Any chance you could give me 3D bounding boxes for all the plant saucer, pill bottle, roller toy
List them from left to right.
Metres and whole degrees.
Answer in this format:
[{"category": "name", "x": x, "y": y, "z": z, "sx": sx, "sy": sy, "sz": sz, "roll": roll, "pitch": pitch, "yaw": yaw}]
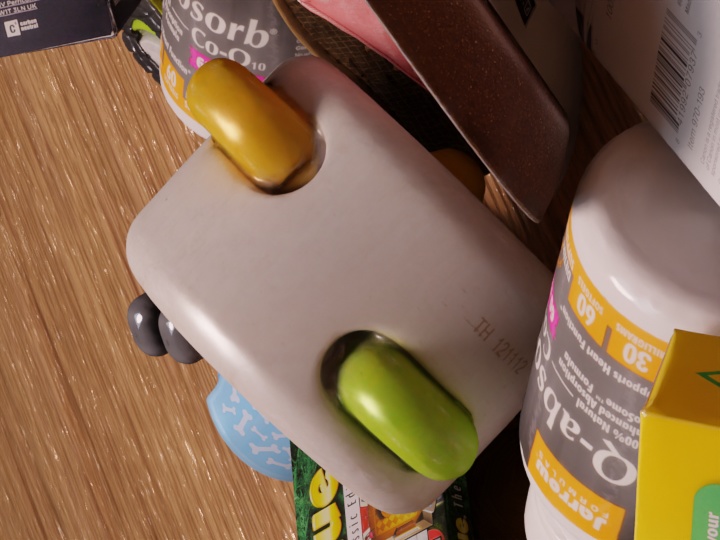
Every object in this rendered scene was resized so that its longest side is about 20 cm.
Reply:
[{"category": "pill bottle", "x": -0.042, "y": -0.164, "z": 1.188, "sx": 0.117, "sy": 0.116, "sz": 0.201, "roll": 57, "pitch": 154, "yaw": 33}, {"category": "roller toy", "x": 0.000, "y": 0.000, "z": 1.036, "sx": 0.200, "sy": 0.140, "sz": 0.182, "roll": 44, "pitch": -179, "yaw": 10}, {"category": "plant saucer", "x": 0.019, "y": -0.108, "z": 0.845, "sx": 0.201, "sy": 0.034, "sz": 0.200, "roll": 54, "pitch": -174, "yaw": -8}, {"category": "pill bottle", "x": 0.126, "y": 0.045, "z": 0.919, "sx": 0.117, "sy": 0.116, "sz": 0.201, "roll": 57, "pitch": 153, "yaw": 35}]

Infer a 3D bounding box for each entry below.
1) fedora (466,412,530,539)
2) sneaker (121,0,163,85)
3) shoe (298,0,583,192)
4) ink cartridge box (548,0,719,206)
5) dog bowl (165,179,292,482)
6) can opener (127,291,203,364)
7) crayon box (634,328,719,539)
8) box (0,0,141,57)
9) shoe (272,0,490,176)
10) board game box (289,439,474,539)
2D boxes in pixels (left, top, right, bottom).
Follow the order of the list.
[{"category": "fedora", "x": 0.079, "y": 0.135, "z": 1.116, "sx": 0.200, "sy": 0.082, "sz": 0.202, "roll": -26, "pitch": 55, "yaw": 43}, {"category": "sneaker", "x": -0.049, "y": -0.106, "z": 1.313, "sx": 0.200, "sy": 0.081, "sz": 0.074, "roll": 49, "pitch": 156, "yaw": 8}, {"category": "shoe", "x": 0.034, "y": -0.110, "z": 1.012, "sx": 0.090, "sy": 0.072, "sz": 0.201, "roll": 11, "pitch": 147, "yaw": 26}, {"category": "ink cartridge box", "x": 0.132, "y": -0.132, "z": 0.835, "sx": 0.200, "sy": 0.083, "sz": 0.146, "roll": 56, "pitch": 153, "yaw": 38}, {"category": "dog bowl", "x": -0.046, "y": 0.021, "z": 1.356, "sx": 0.050, "sy": 0.111, "sz": 0.201, "roll": -33, "pitch": 75, "yaw": 53}, {"category": "can opener", "x": -0.027, "y": 0.000, "z": 1.177, "sx": 0.052, "sy": 0.199, "sz": 0.067, "roll": 6, "pitch": 116, "yaw": 48}, {"category": "crayon box", "x": 0.182, "y": 0.129, "z": 0.816, "sx": 0.171, "sy": 0.058, "sz": 0.201, "roll": 11, "pitch": 126, "yaw": 18}, {"category": "box", "x": -0.170, "y": -0.206, "z": 1.104, "sx": 0.200, "sy": 0.103, "sz": 0.183, "roll": -83, "pitch": -18, "yaw": -74}, {"category": "shoe", "x": 0.008, "y": -0.123, "z": 1.099, "sx": 0.200, "sy": 0.070, "sz": 0.054, "roll": 54, "pitch": -161, "yaw": -38}, {"category": "board game box", "x": 0.010, "y": 0.118, "z": 1.122, "sx": 0.105, "sy": 0.023, "sz": 0.201, "roll": -35, "pitch": 49, "yaw": 39}]
